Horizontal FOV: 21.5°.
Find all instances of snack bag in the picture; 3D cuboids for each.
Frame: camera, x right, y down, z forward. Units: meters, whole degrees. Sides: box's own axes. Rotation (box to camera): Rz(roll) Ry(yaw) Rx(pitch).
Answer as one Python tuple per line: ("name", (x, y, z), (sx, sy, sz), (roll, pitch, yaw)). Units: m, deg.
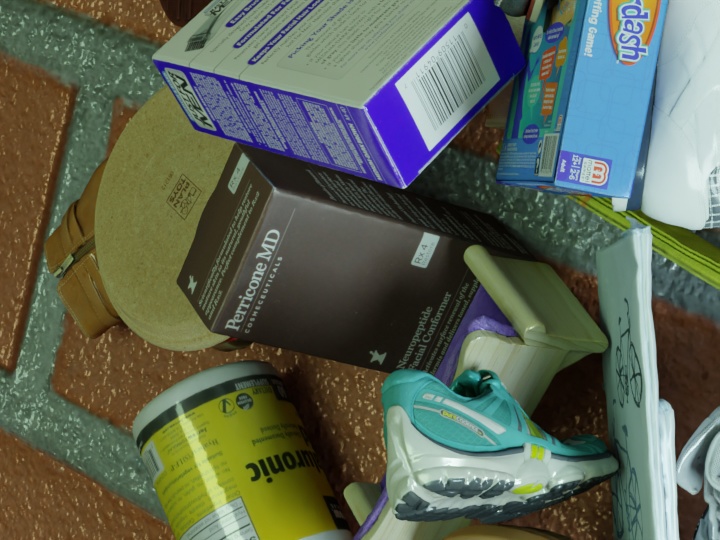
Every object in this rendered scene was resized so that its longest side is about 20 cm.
("snack bag", (0.157, 0.076, 1.074), (0.021, 0.189, 0.201), (-4, 87, 1))

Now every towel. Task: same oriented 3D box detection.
("towel", (0.174, -0.027, 1.107), (0.200, 0.086, 0.018), (35, 107, 32))

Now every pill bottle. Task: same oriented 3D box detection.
("pill bottle", (-0.069, 0.171, 1.278), (0.111, 0.111, 0.201), (-37, 68, 31))

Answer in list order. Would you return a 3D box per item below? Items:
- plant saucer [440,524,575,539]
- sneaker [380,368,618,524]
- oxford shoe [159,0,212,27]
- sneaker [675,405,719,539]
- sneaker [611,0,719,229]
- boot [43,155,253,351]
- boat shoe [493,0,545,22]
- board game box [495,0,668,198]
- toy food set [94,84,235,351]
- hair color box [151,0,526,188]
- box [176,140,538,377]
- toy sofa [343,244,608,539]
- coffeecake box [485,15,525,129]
("plant saucer", (0.124, 0.222, 1.118), (0.200, 0.037, 0.201), (28, 142, 24))
("sneaker", (0.079, 0.092, 1.051), (0.077, 0.200, 0.080), (-25, 69, 28))
("oxford shoe", (-0.089, -0.200, 1.332), (0.200, 0.074, 0.071), (46, 133, 49))
("sneaker", (0.210, 0.141, 1.056), (0.075, 0.115, 0.201), (29, 106, 31))
("sneaker", (0.189, -0.123, 1.030), (0.080, 0.076, 0.201), (11, 99, 10))
("boot", (-0.152, 0.007, 1.373), (0.155, 0.074, 0.201), (-41, 54, 29))
("boat shoe", (0.082, -0.223, 1.032), (0.071, 0.062, 0.201), (116, 162, -61))
("board game box", (0.124, -0.141, 1.016), (0.045, 0.152, 0.201), (10, 92, -8))
("toy food set", (-0.102, -0.046, 1.256), (0.197, 0.049, 0.201), (22, 93, 40))
("hair color box", (-0.016, -0.119, 1.085), (0.109, 0.065, 0.200), (-45, 39, -21))
("box", (0.000, 0.000, 1.166), (0.101, 0.199, 0.075), (-66, 31, 17))
("toy sofa", (0.054, 0.089, 1.145), (0.201, 0.097, 0.083), (-64, 36, 26))
("coffeecake box", (0.162, -0.178, 1.126), (0.153, 0.073, 0.201), (7, 93, 36))
